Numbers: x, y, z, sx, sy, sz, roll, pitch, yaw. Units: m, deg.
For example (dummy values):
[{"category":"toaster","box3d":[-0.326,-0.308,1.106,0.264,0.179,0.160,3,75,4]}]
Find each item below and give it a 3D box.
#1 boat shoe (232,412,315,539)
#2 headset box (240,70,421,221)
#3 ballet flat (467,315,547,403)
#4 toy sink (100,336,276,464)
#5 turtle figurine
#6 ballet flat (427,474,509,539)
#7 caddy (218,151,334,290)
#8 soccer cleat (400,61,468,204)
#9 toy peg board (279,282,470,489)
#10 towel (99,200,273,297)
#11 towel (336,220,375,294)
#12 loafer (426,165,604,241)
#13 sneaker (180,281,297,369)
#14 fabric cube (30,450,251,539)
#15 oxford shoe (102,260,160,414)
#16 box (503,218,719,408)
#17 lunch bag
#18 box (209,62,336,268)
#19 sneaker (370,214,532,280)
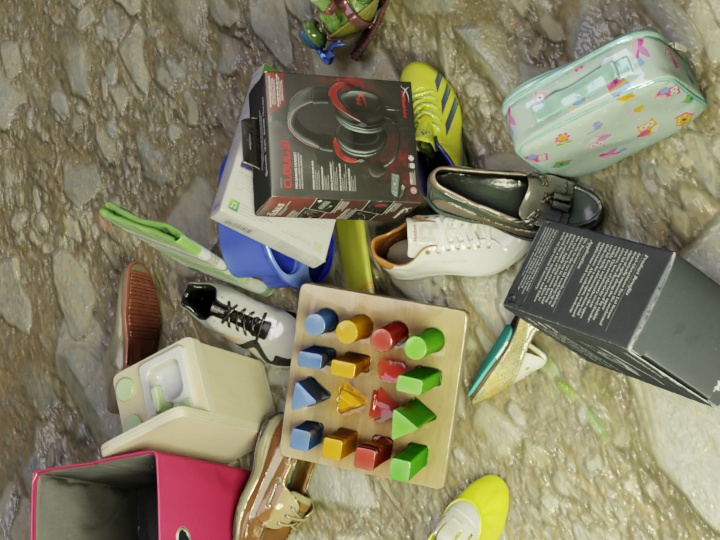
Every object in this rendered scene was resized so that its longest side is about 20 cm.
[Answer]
[{"category":"boat shoe","box3d":[-0.094,0.269,1.707,0.073,0.075,0.202,8,83,31]},{"category":"headset box","box3d":[-0.040,-0.138,1.643,0.075,0.198,0.150,141,128,-65]},{"category":"ballet flat","box3d":[0.186,0.066,1.588,0.070,0.070,0.202,29,96,35]},{"category":"toy sink","box3d":[-0.211,0.159,1.735,0.130,0.199,0.113,-28,64,25]},{"category":"turtle figurine","box3d":[-0.017,-0.374,1.784,0.193,0.144,0.202,-26,68,21]},{"category":"ballet flat","box3d":[0.093,0.309,1.577,0.067,0.067,0.201,36,98,35]},{"category":"caddy","box3d":[-0.091,-0.071,1.754,0.104,0.141,0.202,-13,71,35]},{"category":"soccer cleat","box3d":[0.083,-0.163,1.697,0.064,0.083,0.202,-24,66,25]},{"category":"toy peg board","box3d":[0.003,0.131,1.605,0.197,0.098,0.203,10,97,16]},{"category":"towel","box3d":[-0.208,-0.028,1.783,0.148,0.200,0.031,19,80,35]},{"category":"towel","box3d":[0.000,0.000,1.710,0.086,0.018,0.202,137,127,-66]},{"category":"loafer","box3d":[0.167,-0.076,1.591,0.198,0.063,0.073,8,76,10]},{"category":"sneaker","box3d":[-0.141,0.066,1.787,0.199,0.080,0.074,19,87,34]},{"category":"fabric cube","box3d":[-0.250,0.332,1.716,0.198,0.199,0.199,-13,70,30]},{"category":"oxford shoe","box3d":[-0.307,0.089,1.896,0.073,0.071,0.203,-10,72,33]},{"category":"box","box3d":[0.266,0.040,1.447,0.199,0.147,0.105,20,80,54]},{"category":"lunch bag","box3d":[0.258,-0.177,1.541,0.199,0.160,0.078,-27,65,26]},{"category":"box","box3d":[-0.083,-0.122,1.695,0.036,0.143,0.202,-24,45,56]},{"category":"sneaker","box3d":[0.102,-0.031,1.652,0.198,0.084,0.074,-16,67,28]}]
